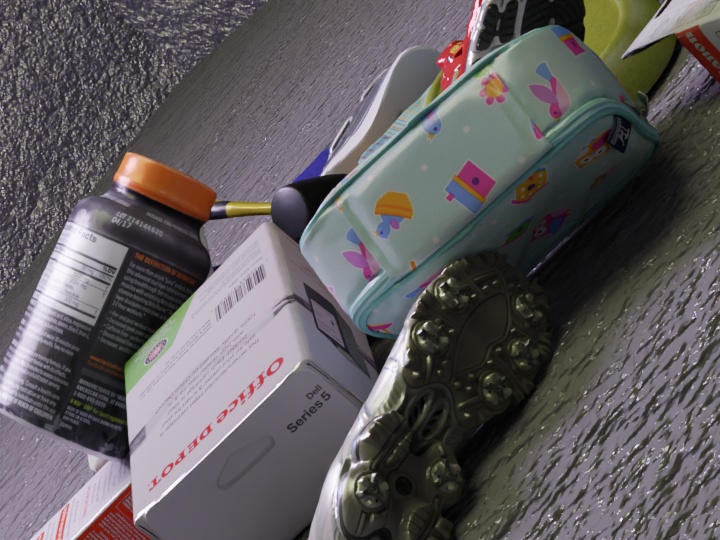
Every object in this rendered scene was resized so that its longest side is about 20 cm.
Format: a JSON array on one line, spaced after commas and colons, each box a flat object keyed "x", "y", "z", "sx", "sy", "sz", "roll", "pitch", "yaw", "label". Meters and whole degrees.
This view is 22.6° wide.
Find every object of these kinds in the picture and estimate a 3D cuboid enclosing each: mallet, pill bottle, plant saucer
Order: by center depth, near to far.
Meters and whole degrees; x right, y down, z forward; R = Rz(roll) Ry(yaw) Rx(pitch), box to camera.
[{"x": 0.117, "y": -0.134, "z": 1.219, "sx": 0.199, "sy": 0.031, "sz": 0.200, "roll": -27, "pitch": 28, "yaw": 16, "label": "plant saucer"}, {"x": -0.170, "y": 0.022, "z": 1.246, "sx": 0.201, "sy": 0.106, "sz": 0.106, "roll": -66, "pitch": 15, "yaw": -4, "label": "pill bottle"}, {"x": -0.092, "y": -0.042, "z": 1.279, "sx": 0.199, "sy": 0.041, "sz": 0.066, "roll": -1, "pitch": 9, "yaw": 35, "label": "mallet"}]

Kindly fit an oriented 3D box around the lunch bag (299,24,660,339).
[{"x": 0.076, "y": -0.044, "z": 1.012, "sx": 0.200, "sy": 0.077, "sz": 0.160, "roll": -40, "pitch": -22, "yaw": 13, "label": "lunch bag"}]

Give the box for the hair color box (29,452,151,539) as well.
[{"x": -0.180, "y": 0.191, "z": 1.254, "sx": 0.200, "sy": 0.064, "sz": 0.111, "roll": -44, "pitch": 12, "yaw": 4, "label": "hair color box"}]

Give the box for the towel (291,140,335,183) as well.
[{"x": 0.012, "y": -0.093, "z": 1.560, "sx": 0.200, "sy": 0.050, "sz": 0.148, "roll": -45, "pitch": 20, "yaw": 6, "label": "towel"}]

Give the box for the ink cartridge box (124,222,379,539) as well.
[{"x": -0.068, "y": 0.080, "z": 1.112, "sx": 0.145, "sy": 0.084, "sz": 0.200, "roll": -44, "pitch": 24, "yaw": 12, "label": "ink cartridge box"}]

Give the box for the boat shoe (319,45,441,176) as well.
[{"x": 0.006, "y": -0.090, "z": 1.452, "sx": 0.201, "sy": 0.071, "sz": 0.068, "roll": -65, "pitch": 16, "yaw": -14, "label": "boat shoe"}]

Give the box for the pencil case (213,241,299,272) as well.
[{"x": -0.076, "y": 0.014, "z": 1.392, "sx": 0.200, "sy": 0.092, "sz": 0.085, "roll": -27, "pitch": 33, "yaw": 53, "label": "pencil case"}]

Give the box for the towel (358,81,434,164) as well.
[{"x": 0.095, "y": -0.149, "z": 1.344, "sx": 0.200, "sy": 0.022, "sz": 0.146, "roll": -47, "pitch": 18, "yaw": -24, "label": "towel"}]

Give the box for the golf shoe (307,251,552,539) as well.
[{"x": 0.027, "y": 0.073, "z": 0.933, "sx": 0.200, "sy": 0.078, "sz": 0.097, "roll": -54, "pitch": 9, "yaw": -36, "label": "golf shoe"}]

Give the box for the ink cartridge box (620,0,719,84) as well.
[{"x": 0.239, "y": -0.160, "z": 1.017, "sx": 0.109, "sy": 0.050, "sz": 0.200, "roll": -51, "pitch": 12, "yaw": -18, "label": "ink cartridge box"}]

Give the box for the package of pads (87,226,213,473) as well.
[{"x": -0.168, "y": 0.045, "z": 1.394, "sx": 0.155, "sy": 0.068, "sz": 0.201, "roll": -51, "pitch": 42, "yaw": 42, "label": "package of pads"}]

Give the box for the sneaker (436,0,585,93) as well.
[{"x": 0.076, "y": -0.120, "z": 1.083, "sx": 0.077, "sy": 0.085, "sz": 0.201, "roll": -13, "pitch": -43, "yaw": -23, "label": "sneaker"}]
